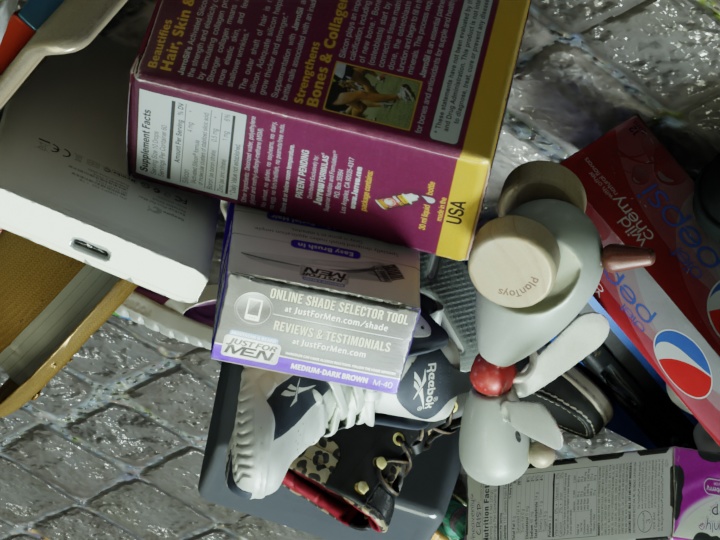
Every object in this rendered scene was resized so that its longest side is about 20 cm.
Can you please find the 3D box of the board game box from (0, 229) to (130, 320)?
[{"bbox_3d":[-0.216,-0.042,1.756,0.199,0.037,0.152,18,147,-3],"label":"board game box"}]

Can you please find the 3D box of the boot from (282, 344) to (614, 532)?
[{"bbox_3d":[0.043,0.097,1.701,0.199,0.151,0.073,26,159,19],"label":"boot"}]

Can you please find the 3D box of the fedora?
[{"bbox_3d":[-0.180,-0.003,1.619,0.082,0.201,0.200,42,142,-7],"label":"fedora"}]

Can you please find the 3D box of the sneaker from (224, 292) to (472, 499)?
[{"bbox_3d":[-0.001,0.066,1.560,0.129,0.200,0.080,13,122,2],"label":"sneaker"}]

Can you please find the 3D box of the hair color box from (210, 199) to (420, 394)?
[{"bbox_3d":[-0.023,-0.018,1.549,0.109,0.200,0.065,11,120,-5],"label":"hair color box"}]

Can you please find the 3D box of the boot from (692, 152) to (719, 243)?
[{"bbox_3d":[0.288,-0.070,1.471,0.197,0.074,0.163,6,149,1],"label":"boot"}]

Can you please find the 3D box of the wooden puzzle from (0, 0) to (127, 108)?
[{"bbox_3d":[-0.163,-0.141,1.456,0.037,0.185,0.200,44,142,-11],"label":"wooden puzzle"}]

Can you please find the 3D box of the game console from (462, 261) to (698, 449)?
[{"bbox_3d":[0.176,0.023,1.709,0.170,0.119,0.200,27,164,49],"label":"game console"}]

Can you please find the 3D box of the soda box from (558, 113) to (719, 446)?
[{"bbox_3d":[0.187,0.013,1.547,0.200,0.070,0.063,51,152,13],"label":"soda box"}]

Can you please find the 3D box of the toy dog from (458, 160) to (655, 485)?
[{"bbox_3d":[0.111,0.034,1.518,0.096,0.132,0.201,13,146,11],"label":"toy dog"}]

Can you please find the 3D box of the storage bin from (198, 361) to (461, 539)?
[{"bbox_3d":[-0.017,0.107,1.808,0.199,0.135,0.146,19,147,-4],"label":"storage bin"}]

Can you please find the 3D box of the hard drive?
[{"bbox_3d":[-0.141,-0.067,1.543,0.131,0.200,0.026,23,120,-12],"label":"hard drive"}]

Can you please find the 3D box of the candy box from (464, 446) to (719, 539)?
[{"bbox_3d":[0.179,0.155,1.724,0.136,0.061,0.199,11,167,-35],"label":"candy box"}]

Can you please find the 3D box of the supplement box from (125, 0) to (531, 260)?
[{"bbox_3d":[-0.017,-0.103,1.493,0.199,0.132,0.103,15,147,2],"label":"supplement box"}]

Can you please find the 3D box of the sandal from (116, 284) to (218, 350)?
[{"bbox_3d":[-0.080,0.021,1.692,0.202,0.050,0.082,15,-168,26],"label":"sandal"}]

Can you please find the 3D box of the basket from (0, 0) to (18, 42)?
[{"bbox_3d":[-0.262,-0.226,1.357,0.197,0.201,0.161,7,141,12],"label":"basket"}]

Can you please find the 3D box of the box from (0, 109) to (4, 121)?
[{"bbox_3d":[-0.296,-0.061,1.601,0.163,0.201,0.086,23,154,-14],"label":"box"}]

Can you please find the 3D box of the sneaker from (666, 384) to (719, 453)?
[{"bbox_3d":[0.231,0.042,1.619,0.099,0.075,0.201,-17,132,-5],"label":"sneaker"}]

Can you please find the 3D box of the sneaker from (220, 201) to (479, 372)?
[{"bbox_3d":[0.000,0.000,1.690,0.200,0.071,0.080,35,163,7],"label":"sneaker"}]

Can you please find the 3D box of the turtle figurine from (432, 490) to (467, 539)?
[{"bbox_3d":[0.035,0.189,1.944,0.200,0.101,0.150,37,130,-5],"label":"turtle figurine"}]
